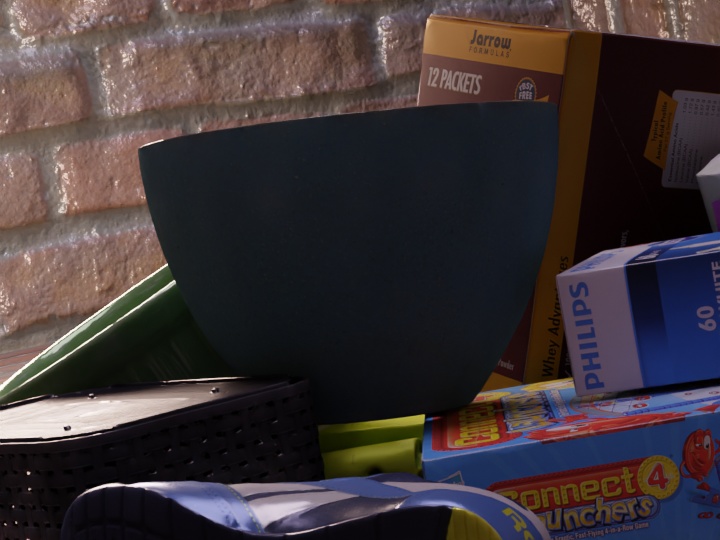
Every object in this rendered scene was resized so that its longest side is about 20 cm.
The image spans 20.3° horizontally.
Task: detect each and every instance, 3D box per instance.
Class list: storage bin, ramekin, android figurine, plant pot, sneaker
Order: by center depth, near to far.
[{"bbox_3d":[-0.020,0.110,0.730,0.198,0.075,0.082,0,5,29],"label":"sneaker"},{"bbox_3d":[-0.118,0.106,0.902,0.134,0.095,0.199,-12,4,-40],"label":"storage bin"},{"bbox_3d":[0.000,0.000,0.949,0.198,0.136,0.200,-5,0,0],"label":"plant pot"},{"bbox_3d":[-0.100,0.057,1.105,0.199,0.098,0.200,-34,6,4],"label":"ramekin"},{"bbox_3d":[0.017,0.097,1.134,0.198,0.041,0.182,-9,3,15],"label":"android figurine"}]

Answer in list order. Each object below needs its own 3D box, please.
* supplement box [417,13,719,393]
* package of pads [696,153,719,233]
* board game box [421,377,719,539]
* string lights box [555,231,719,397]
[{"bbox_3d":[0.141,-0.031,1.111,0.198,0.199,0.132,2,9,-32],"label":"supplement box"},{"bbox_3d":[0.280,0.001,0.988,0.199,0.156,0.068,-10,14,32],"label":"package of pads"},{"bbox_3d":[0.127,0.081,0.903,0.194,0.056,0.200,-10,3,2],"label":"board game box"},{"bbox_3d":[0.198,0.009,0.906,0.198,0.060,0.103,-9,4,21],"label":"string lights box"}]
